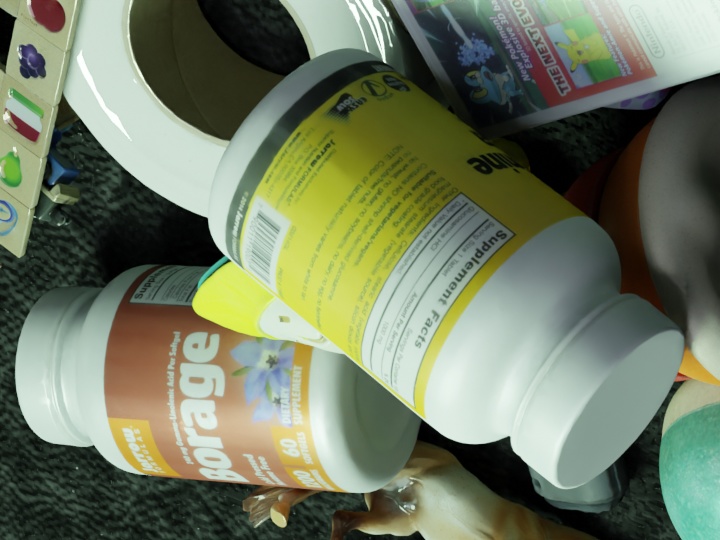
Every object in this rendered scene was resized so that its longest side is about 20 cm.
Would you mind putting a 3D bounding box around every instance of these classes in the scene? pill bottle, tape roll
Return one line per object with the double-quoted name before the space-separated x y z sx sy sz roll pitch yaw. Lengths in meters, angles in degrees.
"pill bottle" 0.039 0.001 1.224 0.200 0.112 0.113 39 136 24
"tape roll" -0.052 -0.120 1.363 0.201 0.071 0.203 15 128 19
"pill bottle" -0.075 0.054 1.477 0.199 0.112 0.113 2 124 28

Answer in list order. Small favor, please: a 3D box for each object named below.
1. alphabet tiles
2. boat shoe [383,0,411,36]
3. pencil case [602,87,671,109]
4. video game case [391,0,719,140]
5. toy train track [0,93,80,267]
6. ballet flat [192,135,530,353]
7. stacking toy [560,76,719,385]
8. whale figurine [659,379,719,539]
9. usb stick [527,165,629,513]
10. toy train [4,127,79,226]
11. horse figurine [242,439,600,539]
"alphabet tiles" -0.228 -0.123 1.428 0.200 0.008 0.168 36 133 20
"boat shoe" 0.045 -0.183 1.233 0.068 0.072 0.201 35 136 49
"pencil case" 0.121 -0.166 1.224 0.091 0.083 0.201 38 136 25
"video game case" 0.076 -0.159 1.181 0.182 0.023 0.201 -15 117 36
"toy train track" -0.196 -0.067 1.513 0.199 0.033 0.115 -27 100 34
"ballet flat" 0.000 0.000 1.340 0.199 0.067 0.067 -28 63 30
"stacking toy" 0.119 0.001 1.320 0.199 0.146 0.146 -17 114 45
"whale figurine" 0.239 0.102 1.332 0.199 0.104 0.159 2 152 14
"usb stick" 0.092 0.035 1.423 0.055 0.033 0.201 1 124 28
"toy train" -0.214 -0.099 1.469 0.200 0.034 0.046 45 97 11
"horse figurine" 0.037 0.137 1.484 0.199 0.132 0.050 26 127 25
